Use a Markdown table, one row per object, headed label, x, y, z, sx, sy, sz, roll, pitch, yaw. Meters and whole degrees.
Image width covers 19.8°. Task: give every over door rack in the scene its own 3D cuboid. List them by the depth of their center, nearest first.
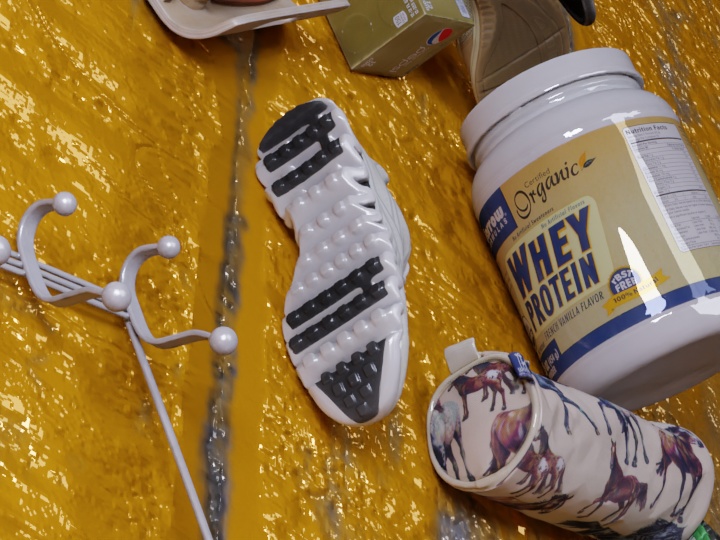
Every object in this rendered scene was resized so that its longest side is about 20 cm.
| label | x | y | z | sx | sy | sz | roll | pitch | yaw |
| --- | --- | --- | --- | --- | --- | --- | --- | --- | --- |
| over door rack | -0.119 | 0.047 | 0.889 | 0.147 | 0.066 | 0.201 | 24 | 42 | -43 |

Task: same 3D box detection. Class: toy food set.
| label | x | y | z | sx | sy | sz | roll | pitch | yaw |
| --- | --- | --- | --- | --- | --- | --- | --- | --- | --- |
| toy food set | -0.096 | -0.225 | 1.196 | 0.201 | 0.060 | 0.143 | 57 | 29 | 5 |

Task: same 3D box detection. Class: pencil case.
| label | x | y | z | sx | sy | sz | roll | pitch | yaw |
| --- | --- | --- | --- | --- | --- | --- | --- | --- | --- |
| pencil case | 0.125 | 0.104 | 1.193 | 0.199 | 0.077 | 0.090 | 24 | 57 | -44 |

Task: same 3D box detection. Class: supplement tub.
| label | x | y | z | sx | sy | sz | roll | pitch | yaw |
| --- | --- | --- | --- | --- | --- | --- | --- | --- | --- |
| supplement tub | 0.155 | -0.024 | 1.298 | 0.144 | 0.144 | 0.201 | 5 | 56 | -55 |

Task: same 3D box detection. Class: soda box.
| label | x | y | z | sx | sy | sz | roll | pitch | yaw |
| --- | --- | --- | --- | --- | --- | --- | --- | --- | --- |
| soda box | -0.005 | -0.229 | 1.337 | 0.064 | 0.068 | 0.201 | 2 | 60 | -55 |

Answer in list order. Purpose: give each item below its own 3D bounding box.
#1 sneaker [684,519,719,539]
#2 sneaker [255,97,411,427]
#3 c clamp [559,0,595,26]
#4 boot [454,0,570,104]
| label | x | y | z | sx | sy | sz | roll | pitch | yaw |
| --- | --- | --- | --- | --- | --- | --- | --- | --- | --- |
| sneaker | 0.197 | 0.212 | 1.204 | 0.078 | 0.085 | 0.200 | 52 | 13 | -8 |
| sneaker | 0.000 | 0.000 | 1.120 | 0.081 | 0.075 | 0.201 | 38 | 33 | -46 |
| c clamp | 0.105 | -0.258 | 1.355 | 0.171 | 0.027 | 0.201 | 55 | -6 | 42 |
| boot | 0.071 | -0.201 | 1.410 | 0.156 | 0.072 | 0.201 | 52 | -15 | 50 |
